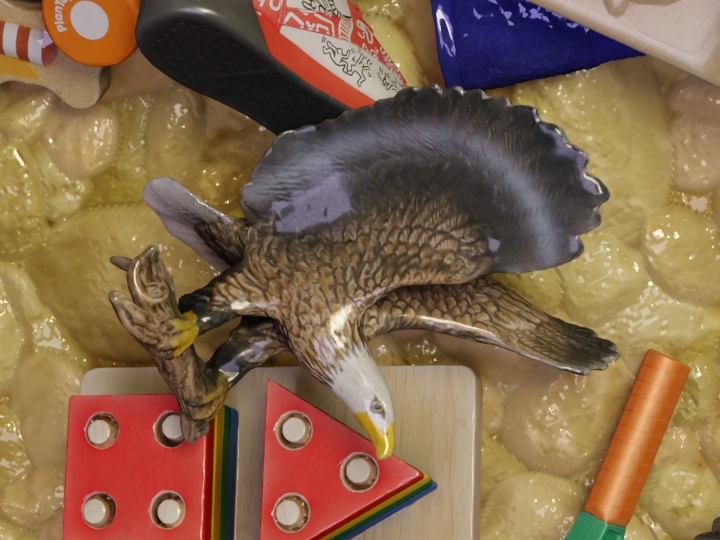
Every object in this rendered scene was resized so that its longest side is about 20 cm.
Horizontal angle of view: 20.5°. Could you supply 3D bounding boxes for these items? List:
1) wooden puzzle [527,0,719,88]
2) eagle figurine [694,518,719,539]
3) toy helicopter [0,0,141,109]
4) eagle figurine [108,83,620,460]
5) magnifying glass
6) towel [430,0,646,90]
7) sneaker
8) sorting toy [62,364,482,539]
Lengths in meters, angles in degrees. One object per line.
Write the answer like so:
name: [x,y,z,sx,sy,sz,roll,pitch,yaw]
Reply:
wooden puzzle: [0.103,-0.193,0.785,0.199,0.046,0.187,27,114,9]
eagle figurine: [0.249,0.083,0.841,0.198,0.152,0.152,13,131,3]
toy helicopter: [-0.176,-0.113,0.913,0.132,0.079,0.200,38,124,-8]
eagle figurine: [0.003,0.007,0.853,0.198,0.152,0.152,-23,100,-3]
magnifying glass: [0.103,0.133,0.910,0.022,0.079,0.202,24,90,37]
towel: [0.117,-0.163,0.842,0.198,0.050,0.149,-7,109,17]
sneaker: [-0.010,-0.100,0.877,0.067,0.109,0.201,-20,139,39]
sorting toy: [-0.048,0.141,0.915,0.197,0.070,0.202,-1,77,14]
